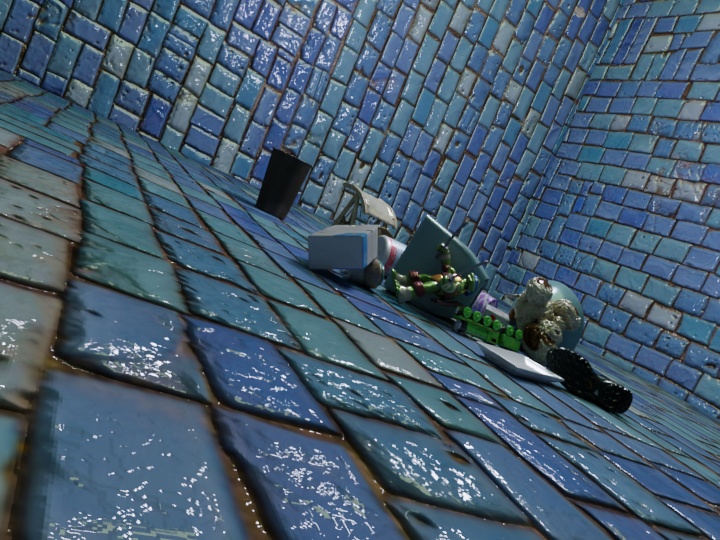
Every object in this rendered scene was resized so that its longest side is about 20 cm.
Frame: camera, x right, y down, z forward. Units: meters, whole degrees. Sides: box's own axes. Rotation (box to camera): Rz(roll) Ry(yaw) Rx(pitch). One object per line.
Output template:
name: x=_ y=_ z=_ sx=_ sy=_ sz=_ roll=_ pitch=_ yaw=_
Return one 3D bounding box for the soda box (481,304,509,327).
soda box: x=0.344 y=0.135 z=1.563 sx=0.067 sy=0.065 sz=0.200 roll=27 pitch=6 yaw=11

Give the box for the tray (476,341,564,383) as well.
tray: x=0.309 y=0.184 z=1.164 sx=0.198 sy=0.023 sz=0.107 roll=20 pitch=7 yaw=-45

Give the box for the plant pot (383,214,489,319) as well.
plant pot: x=0.202 y=0.012 z=1.460 sx=0.198 sy=0.199 sz=0.195 roll=35 pitch=8 yaw=14

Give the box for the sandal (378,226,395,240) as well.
sandal: x=0.087 y=-0.049 z=1.821 sx=0.201 sy=0.080 sz=0.054 roll=51 pitch=1 yaw=-31

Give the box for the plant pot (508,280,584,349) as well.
plant pot: x=0.471 y=0.135 z=1.600 sx=0.132 sy=0.206 sz=0.198 roll=-7 pitch=25 yaw=-40

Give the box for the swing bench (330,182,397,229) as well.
swing bench: x=0.008 y=-0.135 z=1.834 sx=0.128 sy=0.204 sz=0.197 roll=28 pitch=6 yaw=34

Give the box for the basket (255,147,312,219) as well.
basket: x=-0.266 y=-0.289 z=2.024 sx=0.134 sy=0.204 sz=0.179 roll=19 pitch=7 yaw=-37

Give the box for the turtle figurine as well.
turtle figurine: x=0.162 y=-0.007 z=1.298 sx=0.188 sy=0.147 sz=0.202 roll=-10 pitch=-32 yaw=-1

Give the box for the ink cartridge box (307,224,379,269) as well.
ink cartridge box: x=-0.027 y=-0.052 z=1.251 sx=0.112 sy=0.069 sz=0.200 roll=1 pitch=10 yaw=13

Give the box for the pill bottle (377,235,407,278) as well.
pill bottle: x=0.124 y=-0.018 z=1.753 sx=0.196 sy=0.111 sz=0.109 roll=22 pitch=6 yaw=-27

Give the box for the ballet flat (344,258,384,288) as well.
ballet flat: x=0.000 y=0.000 z=1.342 sx=0.065 sy=0.070 sz=0.200 roll=3 pitch=5 yaw=-12

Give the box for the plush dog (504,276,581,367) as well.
plush dog: x=0.425 y=0.142 z=1.439 sx=0.198 sy=0.159 sz=0.175 roll=35 pitch=43 yaw=-31

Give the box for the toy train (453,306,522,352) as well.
toy train: x=0.283 y=0.133 z=1.338 sx=0.196 sy=0.058 sz=0.041 roll=23 pitch=-8 yaw=-26

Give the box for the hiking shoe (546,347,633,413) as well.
hiking shoe: x=0.464 y=0.230 z=1.256 sx=0.198 sy=0.075 sz=0.087 roll=36 pitch=-2 yaw=-1

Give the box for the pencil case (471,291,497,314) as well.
pencil case: x=0.337 y=0.091 z=1.877 sx=0.198 sy=0.084 sz=0.087 roll=33 pitch=-26 yaw=40
